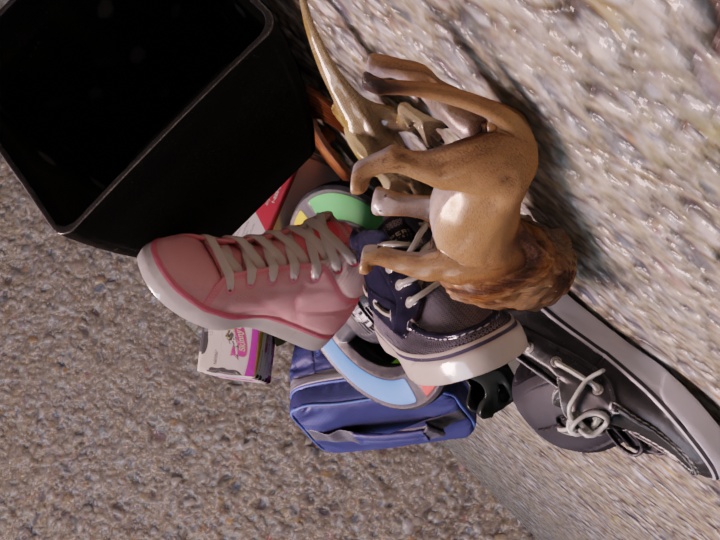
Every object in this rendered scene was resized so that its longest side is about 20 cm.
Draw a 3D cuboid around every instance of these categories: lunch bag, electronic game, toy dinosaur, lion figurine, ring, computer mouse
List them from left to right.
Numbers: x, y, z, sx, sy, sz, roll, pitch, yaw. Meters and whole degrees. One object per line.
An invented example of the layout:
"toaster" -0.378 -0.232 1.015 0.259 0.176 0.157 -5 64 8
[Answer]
"electronic game" 0.006 0.023 0.918 0.199 0.041 0.202 31 134 38
"toy dinosaur" 0.008 -0.085 0.695 0.101 0.058 0.200 40 171 47
"ring" 0.014 -0.077 0.880 0.200 0.019 0.201 45 172 8
"lunch bag" 0.031 0.113 1.123 0.136 0.197 0.134 52 -147 -56
"lion figurine" 0.060 -0.038 0.586 0.121 0.073 0.200 9 158 9
"computer mouse" 0.165 0.110 0.915 0.138 0.053 0.200 44 173 3

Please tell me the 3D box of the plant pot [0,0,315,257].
"plant pot" -0.147 -0.122 0.832 0.200 0.199 0.177 47 -177 31

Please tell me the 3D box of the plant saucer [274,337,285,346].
"plant saucer" -0.071 -0.017 1.219 0.031 0.203 0.200 4 171 1

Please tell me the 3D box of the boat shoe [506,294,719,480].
"boat shoe" 0.152 0.077 0.726 0.199 0.068 0.074 43 173 24

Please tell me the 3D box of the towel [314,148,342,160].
"towel" -0.096 -0.150 1.035 0.085 0.018 0.200 18 -169 -39

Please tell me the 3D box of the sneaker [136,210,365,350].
"sneaker" -0.064 -0.008 0.810 0.199 0.105 0.076 20 -149 -49

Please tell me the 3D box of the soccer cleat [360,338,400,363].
"soccer cleat" 0.000 0.000 1.027 0.081 0.067 0.202 71 178 -81

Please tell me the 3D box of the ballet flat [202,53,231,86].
"ballet flat" -0.157 -0.206 1.020 0.199 0.072 0.072 35 168 48

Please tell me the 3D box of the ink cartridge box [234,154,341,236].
"ink cartridge box" -0.136 -0.071 1.026 0.199 0.147 0.083 28 -173 28

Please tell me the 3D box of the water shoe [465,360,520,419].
"water shoe" 0.075 0.051 1.001 0.200 0.079 0.071 47 173 -12

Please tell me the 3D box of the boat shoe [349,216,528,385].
"boat shoe" 0.039 0.011 0.721 0.094 0.074 0.200 68 166 -9

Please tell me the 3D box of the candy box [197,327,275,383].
"candy box" -0.121 0.045 1.161 0.060 0.139 0.200 6 173 1
